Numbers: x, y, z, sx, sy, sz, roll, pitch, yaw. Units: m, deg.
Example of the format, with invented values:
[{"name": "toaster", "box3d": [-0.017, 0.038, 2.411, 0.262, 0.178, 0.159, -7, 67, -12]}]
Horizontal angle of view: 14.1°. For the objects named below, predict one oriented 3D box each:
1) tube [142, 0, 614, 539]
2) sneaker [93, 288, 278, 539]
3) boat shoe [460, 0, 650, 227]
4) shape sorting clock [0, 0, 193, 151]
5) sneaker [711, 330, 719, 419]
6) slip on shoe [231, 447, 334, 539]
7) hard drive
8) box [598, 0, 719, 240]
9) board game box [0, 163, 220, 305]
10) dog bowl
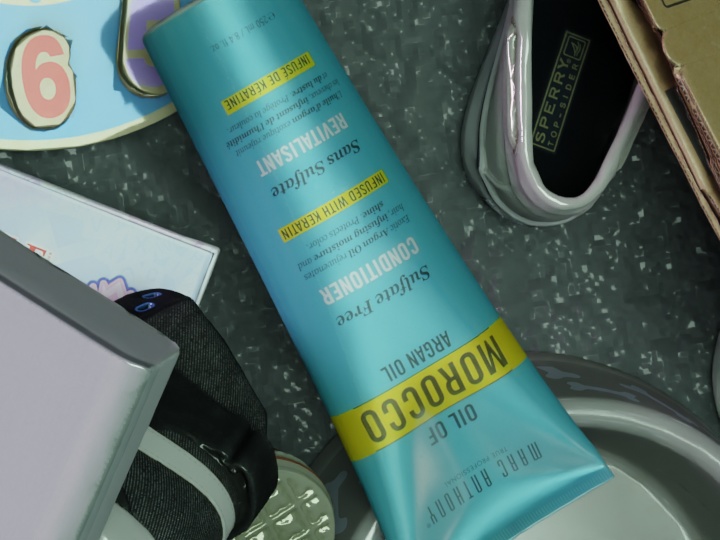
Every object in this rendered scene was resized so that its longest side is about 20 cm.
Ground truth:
[{"name": "tube", "box3d": [0.000, 0.000, 0.936, 0.077, 0.050, 0.201, -30, 92, -5]}, {"name": "sneaker", "box3d": [-0.116, 0.029, 0.898, 0.199, 0.073, 0.112, 35, 43, 12]}, {"name": "boat shoe", "box3d": [0.083, -0.113, 0.982, 0.072, 0.066, 0.201, 20, 87, -13]}, {"name": "shape sorting clock", "box3d": [-0.108, -0.139, 0.947, 0.198, 0.039, 0.202, 0, 91, -14]}, {"name": "sneaker", "box3d": [0.158, -0.028, 0.997, 0.070, 0.080, 0.202, -6, 91, -12]}, {"name": "slip on shoe", "box3d": [-0.065, 0.146, 0.957, 0.074, 0.061, 0.201, 16, 101, -25]}, {"name": "hard drive", "box3d": [-0.144, 0.074, 0.837, 0.131, 0.027, 0.201, 31, 114, 13]}, {"name": "box", "box3d": [0.184, -0.053, 0.972, 0.199, 0.021, 0.164, -21, 81, -38]}, {"name": "board game box", "box3d": [-0.172, 0.050, 0.934, 0.199, 0.041, 0.201, 22, 86, -13]}, {"name": "dog bowl", "box3d": [0.064, 0.129, 0.987, 0.199, 0.059, 0.202, 0, 92, -13]}]
